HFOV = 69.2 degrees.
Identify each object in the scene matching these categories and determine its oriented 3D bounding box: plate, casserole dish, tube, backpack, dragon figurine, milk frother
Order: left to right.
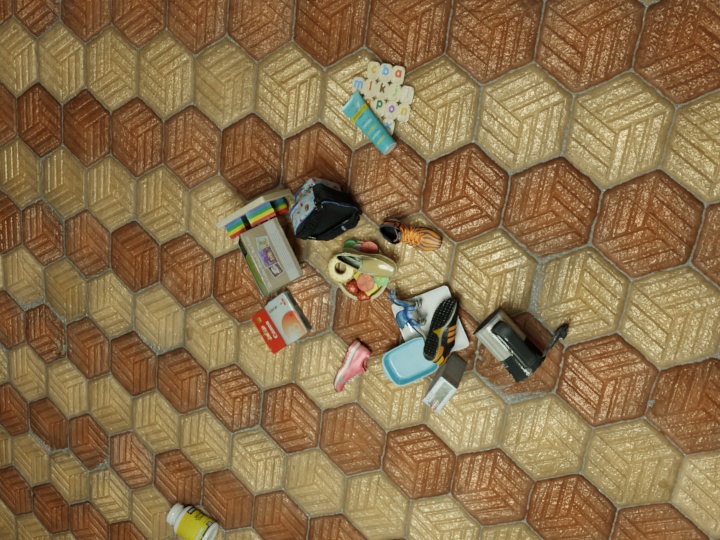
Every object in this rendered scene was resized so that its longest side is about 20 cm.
[{"bbox_3d":[-0.129,-0.183,1.620,0.190,0.198,0.156,-43,54,30],"label":"backpack"},{"bbox_3d":[0.028,-0.439,1.568,0.077,0.050,0.201,-42,81,18],"label":"tube"},{"bbox_3d":[0.147,0.148,1.607,0.098,0.059,0.205,-17,87,27],"label":"dragon figurine"},{"bbox_3d":[0.161,0.283,1.647,0.198,0.039,0.123,-31,91,25],"label":"casserole dish"},{"bbox_3d":[0.219,0.168,1.636,0.196,0.032,0.204,-21,93,23],"label":"plate"},{"bbox_3d":[0.466,0.180,1.503,0.199,0.181,0.188,-41,84,-20],"label":"milk frother"}]

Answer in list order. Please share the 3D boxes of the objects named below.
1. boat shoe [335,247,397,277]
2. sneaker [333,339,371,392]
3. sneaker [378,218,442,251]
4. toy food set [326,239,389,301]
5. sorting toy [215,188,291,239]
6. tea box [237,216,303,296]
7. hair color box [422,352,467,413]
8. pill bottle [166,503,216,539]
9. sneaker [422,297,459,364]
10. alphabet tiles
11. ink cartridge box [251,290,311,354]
[{"bbox_3d":[0.015,-0.017,1.600,0.196,0.076,0.073,13,105,18],"label":"boat shoe"},{"bbox_3d":[-0.027,0.335,1.744,0.086,0.074,0.203,28,109,12],"label":"sneaker"},{"bbox_3d":[0.143,-0.098,1.566,0.196,0.112,0.079,15,107,18],"label":"sneaker"},{"bbox_3d":[0.000,0.000,1.677,0.197,0.049,0.201,-40,85,23],"label":"toy food set"},{"bbox_3d":[-0.329,-0.180,1.686,0.196,0.200,0.071,-25,96,23],"label":"sorting toy"},{"bbox_3d":[-0.294,-0.038,1.686,0.132,0.196,0.203,-27,92,-16],"label":"tea box"},{"bbox_3d":[0.256,0.332,1.564,0.060,0.200,0.100,37,112,9],"label":"hair color box"},{"bbox_3d":[-0.686,1.036,2.124,0.197,0.112,0.114,24,109,14],"label":"pill bottle"},{"bbox_3d":[0.257,0.184,1.573,0.069,0.089,0.204,14,80,51],"label":"sneaker"},{"bbox_3d":[0.062,-0.513,1.564,0.196,0.015,0.200,16,109,18],"label":"alphabet tiles"},{"bbox_3d":[-0.288,0.188,1.828,0.198,0.050,0.164,-34,88,20],"label":"ink cartridge box"}]
